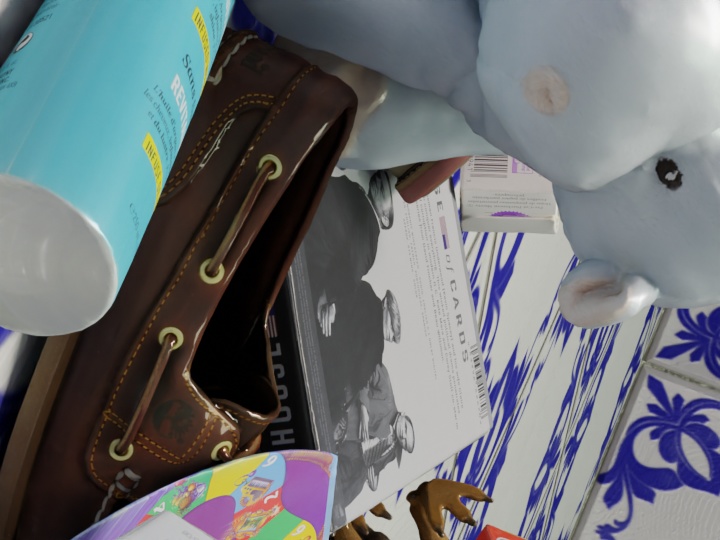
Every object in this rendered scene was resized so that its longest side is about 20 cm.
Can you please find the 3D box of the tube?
[{"bbox_3d":[-0.053,-0.070,0.693,0.078,0.050,0.201,110,1,-47],"label":"tube"}]

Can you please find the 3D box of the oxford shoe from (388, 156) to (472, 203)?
[{"bbox_3d":[0.033,-0.104,0.977,0.070,0.075,0.201,-37,-159,39],"label":"oxford shoe"}]

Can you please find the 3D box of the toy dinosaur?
[{"bbox_3d":[0.008,0.116,1.039,0.060,0.200,0.107,-23,138,-23],"label":"toy dinosaur"}]

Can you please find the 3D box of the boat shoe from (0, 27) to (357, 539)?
[{"bbox_3d":[-0.056,0.028,0.781,0.070,0.070,0.201,-49,158,-67],"label":"boat shoe"}]

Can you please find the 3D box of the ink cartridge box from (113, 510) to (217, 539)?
[{"bbox_3d":[-0.113,0.181,0.691,0.200,0.040,0.201,-27,139,-52],"label":"ink cartridge box"}]

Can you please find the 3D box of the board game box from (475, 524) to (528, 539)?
[{"bbox_3d":[0.037,0.228,1.113,0.201,0.046,0.152,-59,-156,19],"label":"board game box"}]

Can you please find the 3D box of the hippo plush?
[{"bbox_3d":[0.055,-0.048,0.774,0.161,0.158,0.201,-109,175,-55],"label":"hippo plush"}]

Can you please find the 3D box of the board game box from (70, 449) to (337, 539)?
[{"bbox_3d":[-0.063,0.136,0.811,0.157,0.039,0.201,-29,152,-24],"label":"board game box"}]

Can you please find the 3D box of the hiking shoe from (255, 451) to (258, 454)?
[{"bbox_3d":[-0.018,0.027,1.032,0.200,0.075,0.102,13,77,-78],"label":"hiking shoe"}]

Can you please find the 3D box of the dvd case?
[{"bbox_3d":[0.000,0.000,0.937,0.200,0.025,0.152,-19,101,-72],"label":"dvd case"}]

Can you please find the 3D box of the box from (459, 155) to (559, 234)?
[{"bbox_3d":[0.063,-0.111,1.071,0.039,0.041,0.201,85,7,-66],"label":"box"}]
